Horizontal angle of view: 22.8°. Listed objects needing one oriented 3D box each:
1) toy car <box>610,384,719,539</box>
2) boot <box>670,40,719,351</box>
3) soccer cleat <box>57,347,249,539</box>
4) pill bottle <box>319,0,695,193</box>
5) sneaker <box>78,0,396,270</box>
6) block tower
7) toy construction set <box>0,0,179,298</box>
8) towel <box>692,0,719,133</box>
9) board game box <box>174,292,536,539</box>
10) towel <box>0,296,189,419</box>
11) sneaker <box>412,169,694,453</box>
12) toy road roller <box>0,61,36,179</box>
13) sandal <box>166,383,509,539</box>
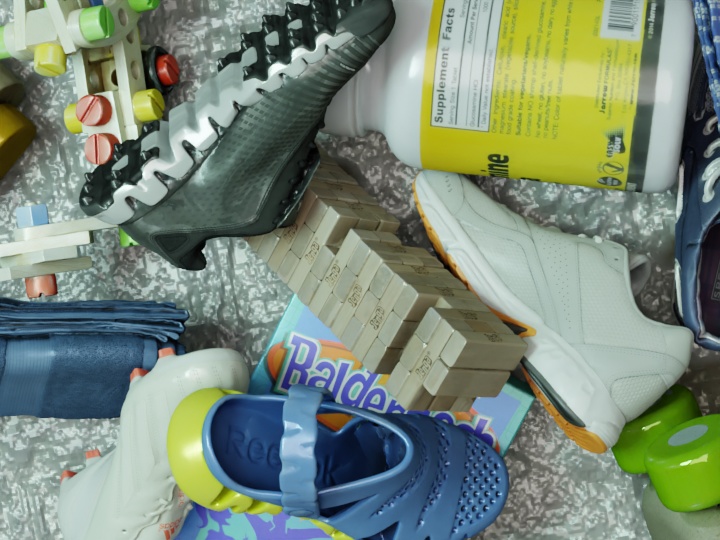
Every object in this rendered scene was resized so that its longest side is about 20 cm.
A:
[{"bbox_3d":[0.259,0.120,0.956,0.199,0.158,0.165,-26,100,-4],"label":"toy car"},{"bbox_3d":[0.210,-0.055,0.975,0.072,0.090,0.202,5,93,8],"label":"boot"},{"bbox_3d":[-0.112,0.112,0.997,0.200,0.069,0.078,-49,49,44],"label":"soccer cleat"},{"bbox_3d":[0.079,-0.107,0.981,0.198,0.112,0.113,7,93,8],"label":"pill bottle"},{"bbox_3d":[-0.049,-0.070,0.945,0.200,0.067,0.091,-37,118,16],"label":"sneaker"},{"bbox_3d":[0.000,0.000,0.973,0.200,0.058,0.054,45,115,36],"label":"block tower"},{"bbox_3d":[-0.154,-0.084,1.003,0.091,0.131,0.202,7,97,20],"label":"toy construction set"},{"bbox_3d":[0.244,-0.058,0.933,0.024,0.144,0.202,-31,62,50],"label":"towel"},{"bbox_3d":[-0.009,0.122,1.036,0.151,0.045,0.201,28,96,6],"label":"board game box"},{"bbox_3d":[-0.201,0.049,1.002,0.198,0.112,0.049,0,66,-18],"label":"towel"},{"bbox_3d":[0.106,0.004,0.986,0.092,0.076,0.200,-34,61,-4],"label":"sneaker"},{"bbox_3d":[-0.297,-0.061,1.017,0.123,0.146,0.200,43,97,4],"label":"toy road roller"},{"bbox_3d":[0.003,0.103,0.929,0.199,0.087,0.080,11,70,-34],"label":"sandal"}]
